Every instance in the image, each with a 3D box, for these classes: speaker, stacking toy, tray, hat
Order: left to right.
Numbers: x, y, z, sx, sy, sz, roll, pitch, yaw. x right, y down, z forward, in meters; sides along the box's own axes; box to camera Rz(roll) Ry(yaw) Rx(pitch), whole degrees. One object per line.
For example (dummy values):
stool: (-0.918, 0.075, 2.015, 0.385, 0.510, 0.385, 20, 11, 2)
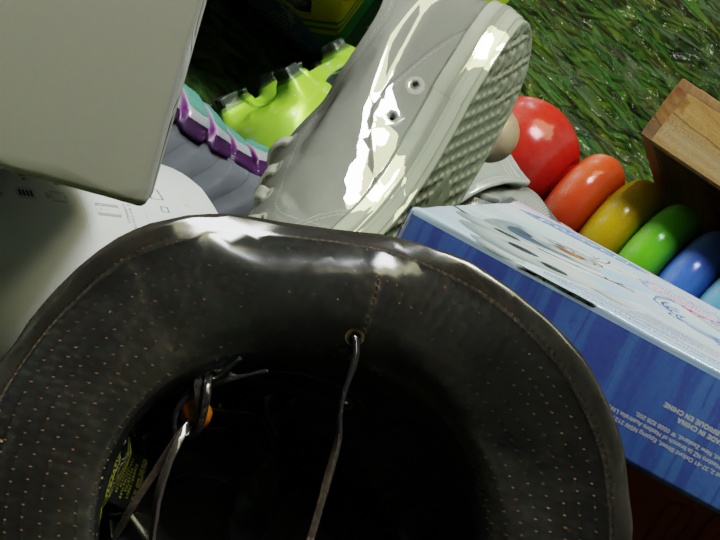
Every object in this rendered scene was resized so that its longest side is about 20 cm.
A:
speaker: (-0.128, -0.003, 0.896, 0.200, 0.081, 0.081, 5, 43, -56)
hat: (-0.024, 0.080, 0.865, 0.200, 0.201, 0.081, 41, -14, -4)
stacking toy: (0.128, -0.005, 1.345, 0.200, 0.086, 0.085, 41, 21, 14)
tray: (0.190, -0.020, 1.377, 0.098, 0.037, 0.200, 36, -8, 18)

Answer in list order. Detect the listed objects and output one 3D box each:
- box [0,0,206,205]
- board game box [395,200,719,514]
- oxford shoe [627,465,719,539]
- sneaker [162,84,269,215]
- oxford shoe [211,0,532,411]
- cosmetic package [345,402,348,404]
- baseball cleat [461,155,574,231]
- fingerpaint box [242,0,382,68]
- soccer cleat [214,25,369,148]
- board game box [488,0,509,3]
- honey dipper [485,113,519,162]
box: (-0.148, -0.084, 0.835, 0.199, 0.083, 0.068, 16, 6, -12)
board game box: (0.112, 0.041, 0.963, 0.199, 0.044, 0.199, 29, 8, 10)
oxford shoe: (0.089, 0.080, 0.993, 0.200, 0.071, 0.073, 32, 20, -22)
sneaker: (-0.065, -0.013, 1.035, 0.199, 0.074, 0.088, 19, 40, -43)
oxford shoe: (-0.011, -0.014, 0.962, 0.058, 0.200, 0.075, 25, -25, 16)
cosmetic package: (0.046, 0.129, 0.990, 0.200, 0.052, 0.151, 41, 25, -5)
baseball cleat: (0.056, 0.011, 1.189, 0.107, 0.070, 0.200, 49, 10, -15)
fingerpaint box: (-0.056, -0.193, 1.273, 0.200, 0.073, 0.167, 45, -12, 5)
soccer cleat: (-0.010, -0.052, 1.218, 0.081, 0.067, 0.200, 65, 18, -5)
board game box: (0.002, -0.198, 1.355, 0.101, 0.048, 0.200, 38, -15, 35)
honey dipper: (0.000, 0.000, 1.044, 0.038, 0.038, 0.200, 43, 50, 1)
